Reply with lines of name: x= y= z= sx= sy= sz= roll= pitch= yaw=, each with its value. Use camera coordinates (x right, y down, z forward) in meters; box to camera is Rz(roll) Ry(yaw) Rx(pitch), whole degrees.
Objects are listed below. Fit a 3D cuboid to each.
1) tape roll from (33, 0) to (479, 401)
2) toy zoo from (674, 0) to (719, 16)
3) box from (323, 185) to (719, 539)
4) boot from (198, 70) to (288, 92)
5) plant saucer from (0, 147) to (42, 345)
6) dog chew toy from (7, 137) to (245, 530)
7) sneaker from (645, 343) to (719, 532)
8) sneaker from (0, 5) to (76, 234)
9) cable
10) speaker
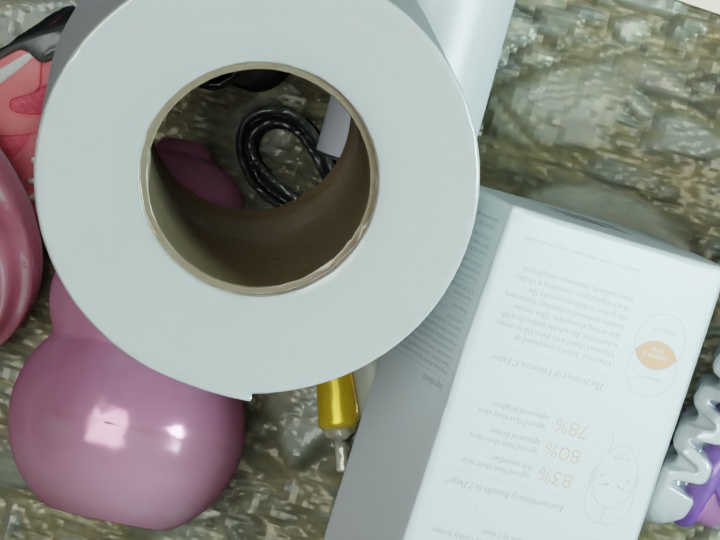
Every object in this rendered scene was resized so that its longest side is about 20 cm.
tape roll: x=-0.050 y=-0.059 z=1.215 sx=0.202 sy=0.139 sz=0.204 roll=-1 pitch=107 yaw=-4
toy zoo: x=0.233 y=-0.216 z=1.304 sx=0.131 sy=0.020 sz=0.201 roll=20 pitch=96 yaw=13
box: x=0.079 y=0.069 z=1.285 sx=0.124 sy=0.097 sz=0.201 roll=16 pitch=96 yaw=-22
boot: x=-0.121 y=-0.164 z=1.339 sx=0.200 sy=0.131 sz=0.068 roll=37 pitch=99 yaw=11
plant saucer: x=-0.265 y=-0.024 z=1.367 sx=0.200 sy=0.051 sz=0.201 roll=15 pitch=131 yaw=18
dog chew toy: x=-0.112 y=0.031 z=1.353 sx=0.124 sy=0.125 sz=0.201 roll=10 pitch=85 yaw=14
sneaker: x=0.219 y=0.053 z=1.289 sx=0.088 sy=0.080 sz=0.201 roll=28 pitch=103 yaw=5
sneaker: x=-0.183 y=-0.066 z=1.383 sx=0.200 sy=0.074 sz=0.087 roll=-38 pitch=95 yaw=33
cable: x=0.000 y=0.000 z=1.353 sx=0.097 sy=0.050 sz=0.201 roll=-21 pitch=88 yaw=12
speaker: x=0.041 y=-0.146 z=1.324 sx=0.081 sy=0.081 sz=0.201 roll=16 pitch=95 yaw=13
